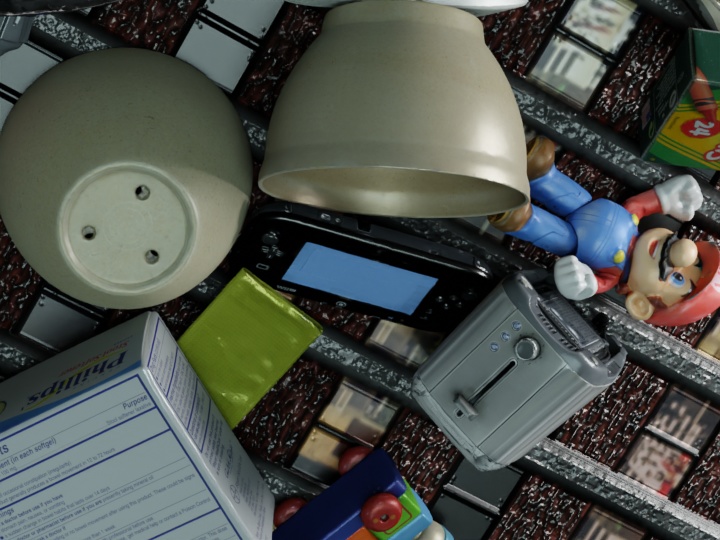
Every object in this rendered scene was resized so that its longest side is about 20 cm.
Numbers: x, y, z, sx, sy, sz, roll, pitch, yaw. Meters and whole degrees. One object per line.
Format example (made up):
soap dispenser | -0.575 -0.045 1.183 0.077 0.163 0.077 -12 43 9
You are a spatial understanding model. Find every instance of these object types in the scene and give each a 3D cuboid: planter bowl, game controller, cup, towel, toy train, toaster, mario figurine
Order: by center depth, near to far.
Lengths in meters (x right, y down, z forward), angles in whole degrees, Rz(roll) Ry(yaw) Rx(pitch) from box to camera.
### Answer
planter bowl | 0.027 -0.121 1.458 0.200 0.200 0.135 4 82 -9
cup | -0.173 -0.052 1.465 0.200 0.143 0.201 -3 109 -8
game controller | 0.000 0.000 1.540 0.199 0.042 0.104 16 139 -14
toaster | 0.123 0.076 1.542 0.129 0.200 0.114 -43 82 14
mario figurine | 0.208 -0.029 1.547 0.200 0.106 0.124 28 101 -14
towel | -0.124 0.093 1.571 0.086 0.018 0.200 37 110 -18
toy train | -0.025 0.247 1.626 0.200 0.085 0.116 -39 122 6

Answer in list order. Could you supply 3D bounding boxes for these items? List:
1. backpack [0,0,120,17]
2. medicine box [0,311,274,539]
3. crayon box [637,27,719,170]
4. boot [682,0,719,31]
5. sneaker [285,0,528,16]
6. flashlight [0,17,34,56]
backpack | -0.206 -0.243 1.378 0.200 0.163 0.154 1 99 -44
medicine box | -0.192 0.165 1.540 0.182 0.103 0.200 -25 111 11
crayon box | 0.328 -0.123 1.521 0.199 0.127 0.051 5 63 -9
boot | 0.297 -0.265 1.492 0.154 0.074 0.204 -37 117 8
sneaker | 0.037 -0.251 1.465 0.200 0.074 0.119 4 87 -24
flashlight | -0.290 -0.118 1.471 0.068 0.068 0.200 26 101 19
